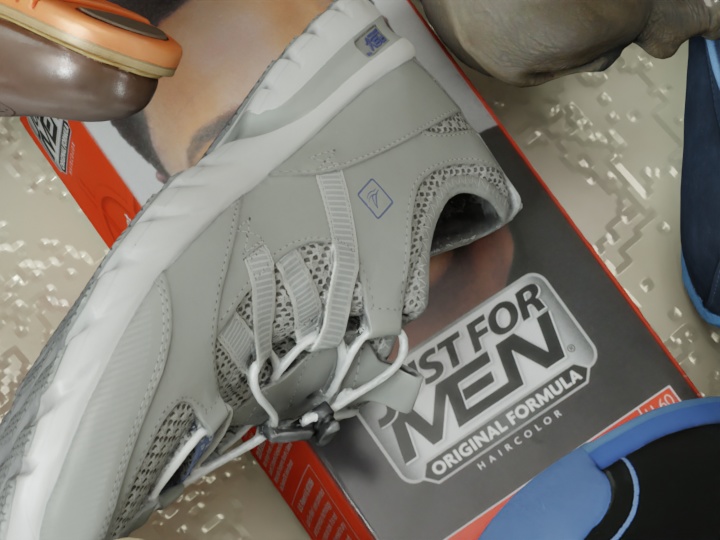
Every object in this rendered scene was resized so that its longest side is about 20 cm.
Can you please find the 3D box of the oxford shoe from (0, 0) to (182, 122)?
[{"bbox_3d":[-0.129,-0.047,0.753,0.199,0.071,0.073,7,87,39],"label":"oxford shoe"}]

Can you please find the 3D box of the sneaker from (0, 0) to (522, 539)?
[{"bbox_3d":[-0.021,0.013,0.693,0.082,0.075,0.200,38,54,-1],"label":"sneaker"}]

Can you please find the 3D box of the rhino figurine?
[{"bbox_3d":[0.033,-0.144,0.773,0.087,0.060,0.201,-25,100,-34],"label":"rhino figurine"}]

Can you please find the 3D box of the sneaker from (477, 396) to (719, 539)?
[{"bbox_3d":[0.119,0.076,0.740,0.199,0.070,0.078,-14,38,-33],"label":"sneaker"}]

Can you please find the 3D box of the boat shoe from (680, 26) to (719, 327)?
[{"bbox_3d":[0.136,-0.081,0.830,0.084,0.069,0.201,2,72,-7],"label":"boat shoe"}]

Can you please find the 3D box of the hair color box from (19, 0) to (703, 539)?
[{"bbox_3d":[0.000,0.000,0.791,0.101,0.061,0.200,-33,78,-16],"label":"hair color box"}]

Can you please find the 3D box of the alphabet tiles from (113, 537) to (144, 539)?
[{"bbox_3d":[-0.063,0.158,0.639,0.195,0.015,0.200,34,113,4],"label":"alphabet tiles"}]
